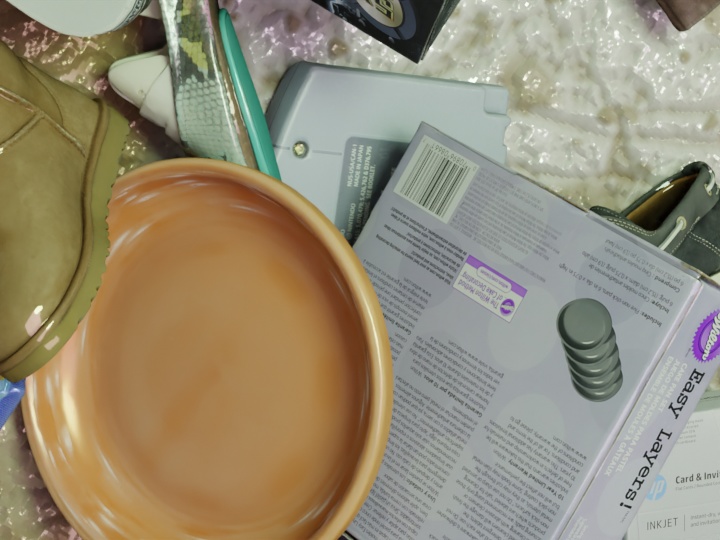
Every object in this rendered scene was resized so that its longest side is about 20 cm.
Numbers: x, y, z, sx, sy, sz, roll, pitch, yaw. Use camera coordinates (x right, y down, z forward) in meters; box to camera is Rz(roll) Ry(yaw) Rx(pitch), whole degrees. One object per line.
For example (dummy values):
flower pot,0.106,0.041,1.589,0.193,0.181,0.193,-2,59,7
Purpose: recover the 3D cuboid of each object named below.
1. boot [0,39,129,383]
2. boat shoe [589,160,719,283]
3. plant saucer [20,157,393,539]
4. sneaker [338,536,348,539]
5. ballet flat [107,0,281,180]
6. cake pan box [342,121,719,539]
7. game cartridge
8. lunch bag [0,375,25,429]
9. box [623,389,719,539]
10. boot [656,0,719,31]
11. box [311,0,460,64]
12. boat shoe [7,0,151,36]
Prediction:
boot,-0.202,-0.063,0.983,0.200,0.175,0.066,36,124,-26
boat shoe,0.116,0.003,1.154,0.200,0.072,0.068,-25,105,-34
plant saucer,-0.069,0.048,1.047,0.037,0.200,0.201,-7,105,-60
sneaker,0.027,0.199,1.156,0.114,0.076,0.200,-25,103,-11
ballet flat,-0.088,-0.122,1.062,0.071,0.069,0.201,-11,98,2
cake pan box,0.053,0.049,1.035,0.052,0.200,0.185,26,93,-47
game cartridge,0.000,0.000,1.133,0.133,0.042,0.201,6,97,-20
lunch bag,-0.269,0.087,1.016,0.150,0.094,0.200,27,100,-26
box,0.205,0.166,1.246,0.155,0.041,0.201,-6,103,-22
boot,0.122,-0.186,1.129,0.200,0.072,0.167,-40,109,-17
box,0.013,-0.223,1.005,0.164,0.086,0.200,31,67,2
boat shoe,-0.178,-0.171,1.006,0.200,0.064,0.071,38,101,-2
